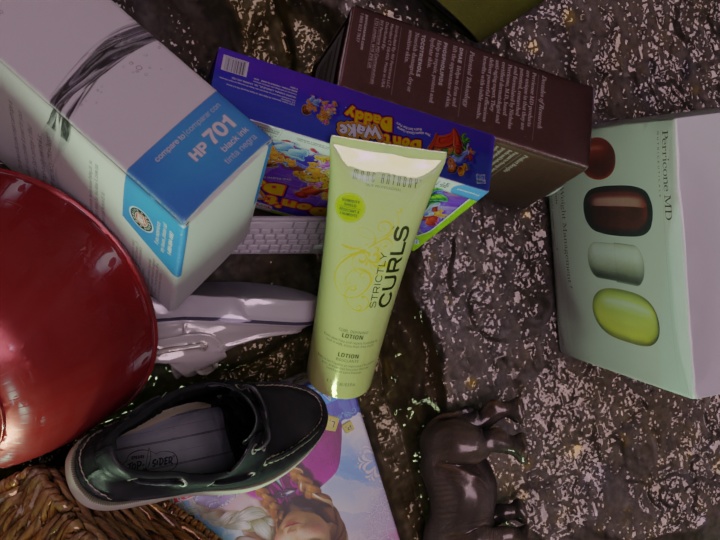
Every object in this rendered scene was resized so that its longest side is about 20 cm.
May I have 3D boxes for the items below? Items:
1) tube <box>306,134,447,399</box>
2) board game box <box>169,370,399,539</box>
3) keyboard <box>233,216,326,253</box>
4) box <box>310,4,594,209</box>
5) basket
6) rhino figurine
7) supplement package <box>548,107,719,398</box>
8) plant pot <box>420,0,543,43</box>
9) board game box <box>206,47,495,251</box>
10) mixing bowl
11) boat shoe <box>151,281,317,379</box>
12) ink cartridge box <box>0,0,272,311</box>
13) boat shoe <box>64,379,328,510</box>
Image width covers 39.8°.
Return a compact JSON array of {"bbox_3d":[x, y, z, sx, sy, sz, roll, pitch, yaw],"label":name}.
[{"bbox_3d":[0.000,0.000,0.688,0.058,0.052,0.202,-21,137,-40],"label":"tube"},{"bbox_3d":[-0.075,0.199,0.768,0.198,0.041,0.202,-20,99,-13],"label":"board game box"},{"bbox_3d":[-0.110,-0.026,0.735,0.197,0.056,0.011,-1,70,-15],"label":"keyboard"},{"bbox_3d":[0.064,-0.116,0.743,0.198,0.100,0.076,17,70,-16],"label":"box"},{"bbox_3d":[-0.208,0.238,0.698,0.142,0.149,0.201,40,100,29],"label":"basket"},{"bbox_3d":[0.093,0.205,0.804,0.086,0.060,0.203,-3,96,4],"label":"rhino figurine"},{"bbox_3d":[0.251,-0.023,0.758,0.145,0.200,0.194,-8,96,-15],"label":"supplement package"},{"bbox_3d":[0.114,-0.276,0.727,0.186,0.187,0.201,37,100,-15],"label":"plant pot"},{"bbox_3d":[-0.023,-0.078,0.709,0.198,0.134,0.045,15,69,-16],"label":"board game box"},{"bbox_3d":[-0.239,0.048,0.625,0.197,0.109,0.202,7,121,11],"label":"mixing bowl"},{"bbox_3d":[-0.128,0.047,0.727,0.197,0.072,0.067,-3,100,-14],"label":"boat shoe"},{"bbox_3d":[-0.163,-0.087,0.632,0.200,0.147,0.086,42,65,5],"label":"ink cartridge box"},{"bbox_3d":[-0.094,0.108,0.668,0.197,0.066,0.075,-3,65,-36],"label":"boat shoe"}]
